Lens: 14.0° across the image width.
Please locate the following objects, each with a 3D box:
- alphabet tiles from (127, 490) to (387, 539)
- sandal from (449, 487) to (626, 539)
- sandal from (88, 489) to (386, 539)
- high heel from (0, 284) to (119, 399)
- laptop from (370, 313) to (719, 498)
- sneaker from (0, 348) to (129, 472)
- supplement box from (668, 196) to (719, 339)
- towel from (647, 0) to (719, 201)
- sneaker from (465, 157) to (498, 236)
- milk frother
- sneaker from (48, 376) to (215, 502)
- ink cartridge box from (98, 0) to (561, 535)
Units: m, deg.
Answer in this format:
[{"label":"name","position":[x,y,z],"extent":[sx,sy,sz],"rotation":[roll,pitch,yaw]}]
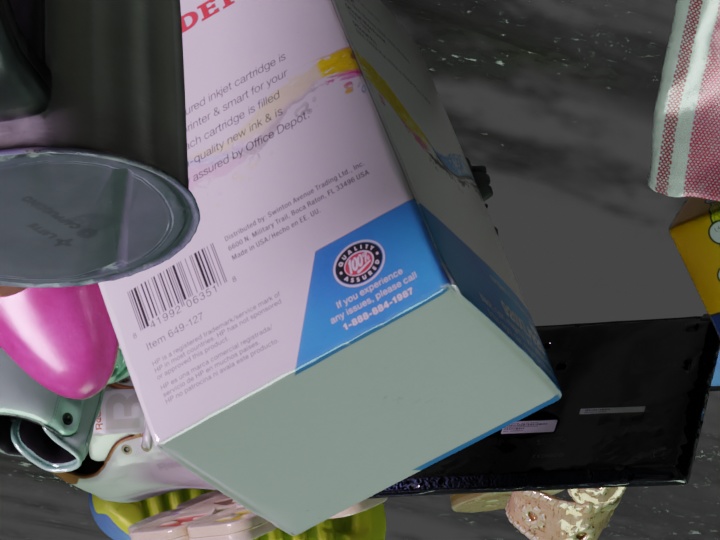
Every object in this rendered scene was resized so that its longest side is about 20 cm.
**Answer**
[{"label":"alphabet tiles","position":[-0.035,0.125,1.698],"extent":[0.195,0.015,0.199],"rotation":[-10,-173,45]},{"label":"sandal","position":[0.114,0.131,1.638],"extent":[0.077,0.070,0.212],"rotation":[-1,166,-24]},{"label":"sandal","position":[-0.085,0.160,1.832],"extent":[0.199,0.080,0.087],"rotation":[15,153,-32]},{"label":"high heel","position":[-0.165,-0.039,1.269],"extent":[0.067,0.201,0.096],"rotation":[-25,157,9]},{"label":"laptop","position":[0.102,0.082,1.472],"extent":[0.176,0.200,0.104],"rotation":[-5,124,19]},{"label":"sneaker","position":[-0.134,0.058,1.558],"extent":[0.199,0.119,0.074],"rotation":[8,150,-27]},{"label":"supplement box","position":[0.268,-0.024,1.413],"extent":[0.199,0.109,0.110],"rotation":[-20,-165,28]},{"label":"towel","position":[0.232,-0.086,1.289],"extent":[0.199,0.030,0.147],"rotation":[9,116,4]},{"label":"sneaker","position":[0.000,0.000,1.512],"extent":[0.097,0.071,0.200],"rotation":[5,155,-23]},{"label":"milk frother","position":[-0.175,-0.101,1.139],"extent":[0.199,0.189,0.180],"rotation":[-18,151,27]},{"label":"sneaker","position":[-0.106,0.090,1.680],"extent":[0.199,0.073,0.084],"rotation":[-22,152,35]},{"label":"ink cartridge box","position":[-0.029,-0.018,1.292],"extent":[0.147,0.201,0.145],"rotation":[-28,151,13]}]
